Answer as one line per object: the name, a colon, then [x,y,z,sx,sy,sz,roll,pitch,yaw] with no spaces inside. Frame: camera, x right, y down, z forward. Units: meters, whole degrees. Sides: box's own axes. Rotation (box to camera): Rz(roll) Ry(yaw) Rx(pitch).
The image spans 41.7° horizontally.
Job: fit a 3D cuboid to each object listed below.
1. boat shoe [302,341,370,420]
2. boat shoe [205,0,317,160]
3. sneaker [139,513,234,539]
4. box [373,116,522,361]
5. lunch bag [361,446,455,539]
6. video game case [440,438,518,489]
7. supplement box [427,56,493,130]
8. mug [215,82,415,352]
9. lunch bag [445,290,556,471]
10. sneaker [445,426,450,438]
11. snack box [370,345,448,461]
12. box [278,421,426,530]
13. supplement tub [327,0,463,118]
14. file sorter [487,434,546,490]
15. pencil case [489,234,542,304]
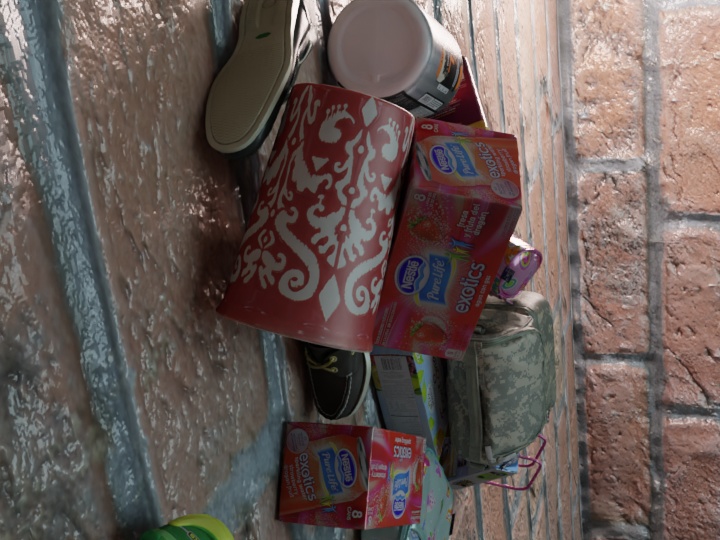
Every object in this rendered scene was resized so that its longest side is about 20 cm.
boat shoe: [-0.032,0.064,0.946,0.061,0.072,0.201,-27,125,-54]
boat shoe: [-0.078,-0.166,0.816,0.068,0.072,0.200,61,32,-46]
sneaker: [-0.143,0.271,0.660,0.084,0.074,0.200,14,80,-43]
box: [0.072,-0.025,0.854,0.200,0.095,0.103,105,-5,-45]
lunch bag: [0.064,0.324,1.207,0.200,0.077,0.161,66,30,-49]
video game case: [0.185,0.222,1.447,0.181,0.045,0.200,140,-37,-60]
supplement box: [0.124,-0.169,1.243,0.200,0.103,0.131,-93,159,-53]
mug: [-0.045,-0.048,0.805,0.133,0.177,0.200,14,90,-44]
lunch bag: [0.176,0.141,1.255,0.168,0.139,0.200,-36,126,-56]
sneaker: [0.136,0.147,1.420,0.085,0.073,0.200,-26,113,-66]
snack box: [0.074,0.128,1.254,0.169,0.068,0.200,-68,150,-49]
box: [-0.002,0.216,0.994,0.200,0.095,0.100,35,58,-67]
supplement tub: [0.049,-0.243,1.101,0.200,0.122,0.123,-7,96,-72]
file sorter: [0.249,0.254,1.607,0.139,0.125,0.200,99,4,-55]
pencil case: [0.147,-0.037,1.272,0.087,0.200,0.088,-30,140,-29]
